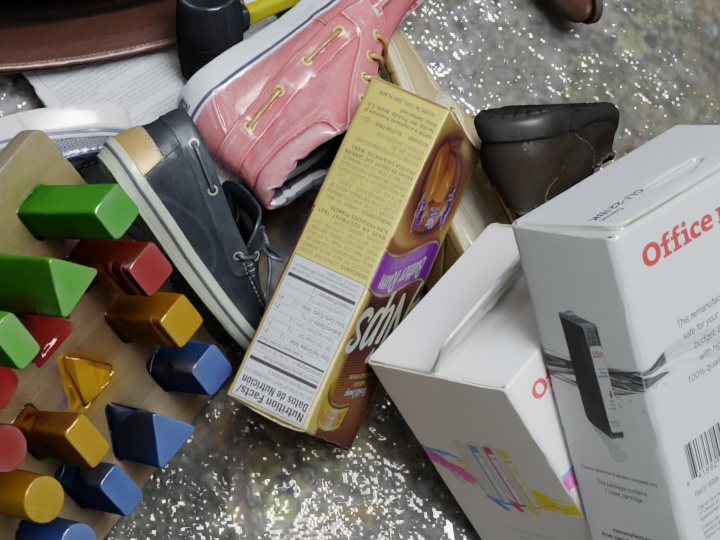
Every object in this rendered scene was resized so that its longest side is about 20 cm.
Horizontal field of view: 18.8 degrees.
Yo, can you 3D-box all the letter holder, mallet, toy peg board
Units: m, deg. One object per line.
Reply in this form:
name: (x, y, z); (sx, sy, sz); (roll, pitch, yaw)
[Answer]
letter holder: (-0.171, -0.210, 1.319); (0.198, 0.101, 0.143); (-12, 62, -20)
mallet: (-0.030, -0.168, 1.355); (0.199, 0.066, 0.041); (-21, 49, -31)
toy peg board: (-0.162, 0.062, 1.198); (0.200, 0.097, 0.200); (-53, 122, -25)

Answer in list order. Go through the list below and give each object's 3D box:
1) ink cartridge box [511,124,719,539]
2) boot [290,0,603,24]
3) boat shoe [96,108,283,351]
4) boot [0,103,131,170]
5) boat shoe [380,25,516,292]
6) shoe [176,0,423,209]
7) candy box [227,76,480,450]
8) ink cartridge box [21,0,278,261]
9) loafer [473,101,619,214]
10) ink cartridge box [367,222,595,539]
ink cartridge box: (0.178, 0.037, 1.183); (0.144, 0.083, 0.202); (-29, 114, -33)
boot: (0.037, -0.195, 1.421); (0.199, 0.064, 0.187); (-34, 80, -23)
boat shoe: (-0.081, -0.016, 1.261); (0.062, 0.201, 0.075); (-38, 42, -7)
boot: (-0.223, -0.033, 1.268); (0.198, 0.073, 0.091); (-15, 81, -1)
boat shoe: (0.049, -0.070, 1.380); (0.069, 0.074, 0.202); (-14, 76, -34)
shoe: (-0.008, -0.121, 1.310); (0.200, 0.072, 0.091); (-37, 71, -17)
candy box: (0.000, 0.000, 1.271); (0.056, 0.117, 0.201); (25, 87, 16)
ink cartridge box: (-0.120, -0.118, 1.363); (0.162, 0.057, 0.200); (-34, 63, -24)
loafer: (0.114, -0.068, 1.354); (0.072, 0.200, 0.072); (-1, 95, 21)
ink cartridge box: (0.113, 0.071, 1.268); (0.129, 0.125, 0.201); (-47, 121, -26)
